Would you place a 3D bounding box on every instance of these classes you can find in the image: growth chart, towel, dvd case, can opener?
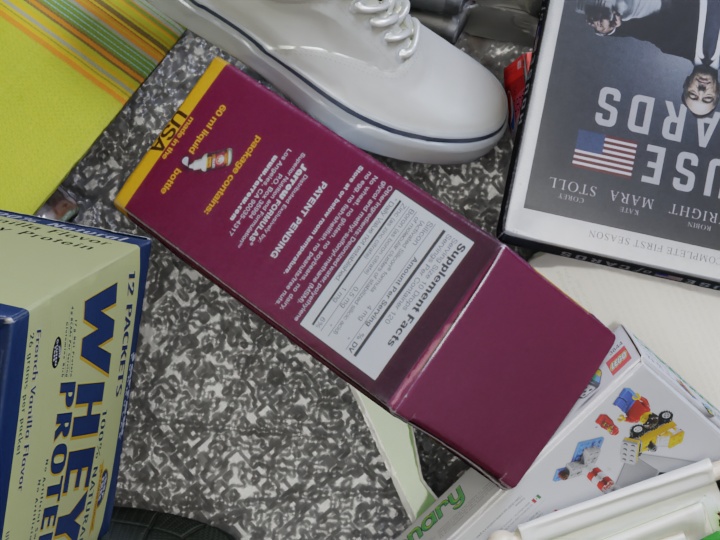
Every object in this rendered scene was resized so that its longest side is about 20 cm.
[{"bbox_3d":[0.125,0.175,1.273,0.144,0.018,0.201,-11,121,-9],"label":"growth chart"},{"bbox_3d":[-0.157,-0.080,1.282,0.086,0.018,0.200,35,52,0],"label":"towel"},{"bbox_3d":[0.152,-0.096,1.257,0.149,0.025,0.202,12,81,-2],"label":"dvd case"},{"bbox_3d":[0.037,-0.144,1.333,0.198,0.053,0.067,12,61,0],"label":"can opener"}]

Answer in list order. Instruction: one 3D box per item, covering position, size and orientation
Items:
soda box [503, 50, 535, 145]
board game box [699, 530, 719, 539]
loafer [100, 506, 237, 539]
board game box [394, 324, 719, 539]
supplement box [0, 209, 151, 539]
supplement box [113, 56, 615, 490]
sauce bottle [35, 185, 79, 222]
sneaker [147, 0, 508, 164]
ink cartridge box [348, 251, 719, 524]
[{"bbox_3d":[0.170,-0.080,1.305,0.198,0.070,0.064,-8,88,-6],"label":"soda box"},{"bbox_3d":[0.132,0.233,1.272,0.152,0.040,0.201,-25,121,-1],"label":"board game box"},{"bbox_3d":[-0.153,0.147,1.317,0.198,0.072,0.063,4,108,7],"label":"loafer"},{"bbox_3d":[0.091,0.134,1.273,0.200,0.035,0.126,-44,119,11],"label":"board game box"},{"bbox_3d":[-0.209,0.048,1.122,0.198,0.200,0.135,11,101,8],"label":"supplement box"},{"bbox_3d":[0.000,0.000,1.243,0.200,0.110,0.086,35,89,39],"label":"supplement box"},{"bbox_3d":[-0.219,-0.079,1.317,0.065,0.065,0.200,-43,87,-1],"label":"sauce bottle"},{"bbox_3d":[-0.010,-0.114,1.267,0.199,0.071,0.073,27,51,-19],"label":"sneaker"},{"bbox_3d":[0.108,0.060,1.322,0.199,0.048,0.146,-25,88,3],"label":"ink cartridge box"}]
